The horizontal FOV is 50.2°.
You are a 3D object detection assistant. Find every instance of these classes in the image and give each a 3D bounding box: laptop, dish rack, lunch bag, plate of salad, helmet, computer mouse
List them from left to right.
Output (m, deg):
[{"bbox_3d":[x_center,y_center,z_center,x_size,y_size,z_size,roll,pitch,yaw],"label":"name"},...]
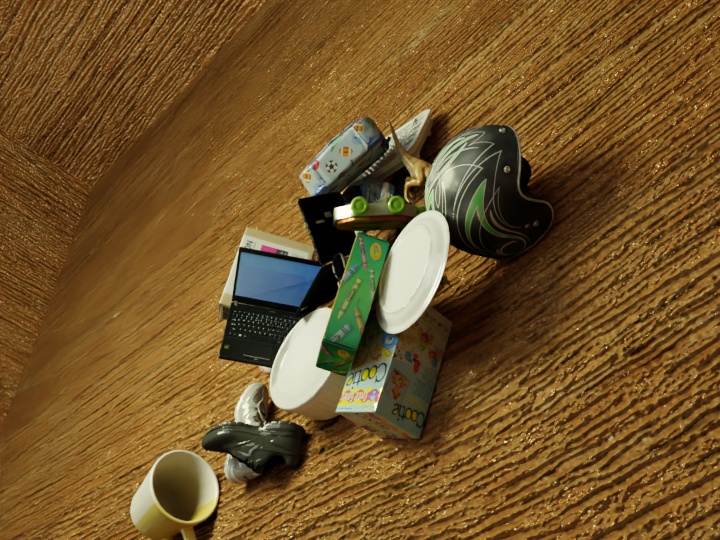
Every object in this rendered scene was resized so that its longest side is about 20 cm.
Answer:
[{"bbox_3d":[-0.175,0.079,1.525,0.104,0.175,0.202,105,174,-56],"label":"laptop"},{"bbox_3d":[-0.081,-0.036,1.488,0.102,0.202,0.177,-20,2,26],"label":"laptop"},{"bbox_3d":[-0.027,-0.220,1.554,0.199,0.076,0.160,-39,-6,4],"label":"lunch bag"},{"bbox_3d":[0.072,-0.246,1.632,0.199,0.044,0.172,-27,26,39],"label":"dish rack"},{"bbox_3d":[0.078,-0.127,1.547,0.058,0.034,0.202,-32,38,33],"label":"computer mouse"},{"bbox_3d":[0.085,0.004,1.190,0.200,0.048,0.202,-48,30,40],"label":"plate of salad"},{"bbox_3d":[0.196,-0.127,1.223,0.199,0.190,0.202,-35,36,31],"label":"helmet"}]

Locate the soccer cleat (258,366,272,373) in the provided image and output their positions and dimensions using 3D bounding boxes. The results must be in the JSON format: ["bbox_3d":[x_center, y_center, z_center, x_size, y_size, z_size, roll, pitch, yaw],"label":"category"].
[{"bbox_3d":[-0.221,0.160,1.642,0.069,0.085,0.200,-54,30,2],"label":"soccer cleat"}]

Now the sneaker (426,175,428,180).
[{"bbox_3d":[0.137,-0.119,1.378,0.200,0.111,0.074,-40,33,25],"label":"sneaker"}]

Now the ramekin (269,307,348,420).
[{"bbox_3d":[-0.069,0.177,1.403,0.202,0.094,0.204,-35,37,31],"label":"ramekin"}]

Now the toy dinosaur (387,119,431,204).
[{"bbox_3d":[0.112,-0.193,1.500,0.200,0.060,0.107,40,116,20],"label":"toy dinosaur"}]

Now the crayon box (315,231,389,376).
[{"bbox_3d":[-0.013,0.055,1.252,0.119,0.058,0.202,108,180,-62],"label":"crayon box"}]

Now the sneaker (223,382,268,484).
[{"bbox_3d":[-0.200,0.315,1.499,0.081,0.075,0.202,-12,55,29],"label":"sneaker"}]

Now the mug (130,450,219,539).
[{"bbox_3d":[-0.386,0.475,1.527,0.153,0.149,0.188,-43,25,34],"label":"mug"}]

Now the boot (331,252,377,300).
[{"bbox_3d":[0.000,0.000,1.439,0.068,0.130,0.201,-45,32,16],"label":"boot"}]

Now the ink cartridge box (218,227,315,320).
[{"bbox_3d":[-0.200,0.024,1.660,0.075,0.163,0.202,109,176,-60],"label":"ink cartridge box"}]

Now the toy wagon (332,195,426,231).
[{"bbox_3d":[0.048,-0.104,1.438,0.155,0.197,0.040,125,143,-82],"label":"toy wagon"}]

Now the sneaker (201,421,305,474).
[{"bbox_3d":[-0.199,0.325,1.403,0.197,0.076,0.092,-5,63,14],"label":"sneaker"}]

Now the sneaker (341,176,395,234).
[{"bbox_3d":[-0.007,-0.140,1.607,0.200,0.084,0.078,-40,30,52],"label":"sneaker"}]

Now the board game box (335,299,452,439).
[{"bbox_3d":[0.056,0.155,1.238,0.102,0.104,0.202,-13,50,50],"label":"board game box"}]
